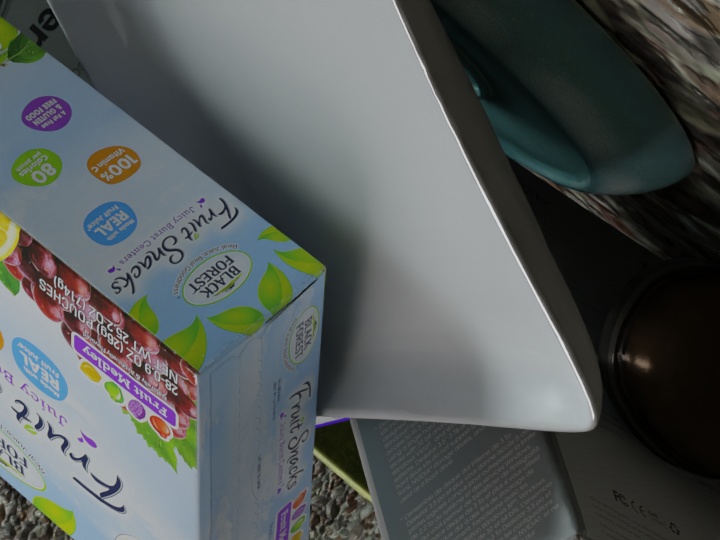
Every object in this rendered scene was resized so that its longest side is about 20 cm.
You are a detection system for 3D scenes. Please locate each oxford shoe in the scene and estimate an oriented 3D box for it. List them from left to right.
[{"bbox_3d":[0.162,0.055,0.909,0.200,0.073,0.084,30,178,-32],"label":"oxford shoe"}]

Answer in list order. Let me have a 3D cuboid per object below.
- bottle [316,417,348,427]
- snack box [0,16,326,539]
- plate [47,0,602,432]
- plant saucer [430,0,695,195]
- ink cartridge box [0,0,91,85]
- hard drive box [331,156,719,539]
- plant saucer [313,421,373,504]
[{"bbox_3d":[0.009,0.019,1.204,0.200,0.065,0.084,-18,111,40],"label":"bottle"},{"bbox_3d":[-0.106,0.012,0.957,0.200,0.068,0.169,39,149,23],"label":"snack box"},{"bbox_3d":[-0.014,-0.042,0.866,0.200,0.032,0.200,-1,119,57],"label":"plate"},{"bbox_3d":[0.024,-0.086,0.894,0.200,0.027,0.200,39,174,5],"label":"plant saucer"},{"bbox_3d":[-0.147,-0.134,1.048,0.200,0.146,0.084,41,172,-20],"label":"ink cartridge box"},{"bbox_3d":[0.074,0.063,0.961,0.156,0.077,0.200,31,-150,-37],"label":"hard drive box"},{"bbox_3d":[0.000,0.000,1.277,0.200,0.048,0.200,40,138,-6],"label":"plant saucer"}]
